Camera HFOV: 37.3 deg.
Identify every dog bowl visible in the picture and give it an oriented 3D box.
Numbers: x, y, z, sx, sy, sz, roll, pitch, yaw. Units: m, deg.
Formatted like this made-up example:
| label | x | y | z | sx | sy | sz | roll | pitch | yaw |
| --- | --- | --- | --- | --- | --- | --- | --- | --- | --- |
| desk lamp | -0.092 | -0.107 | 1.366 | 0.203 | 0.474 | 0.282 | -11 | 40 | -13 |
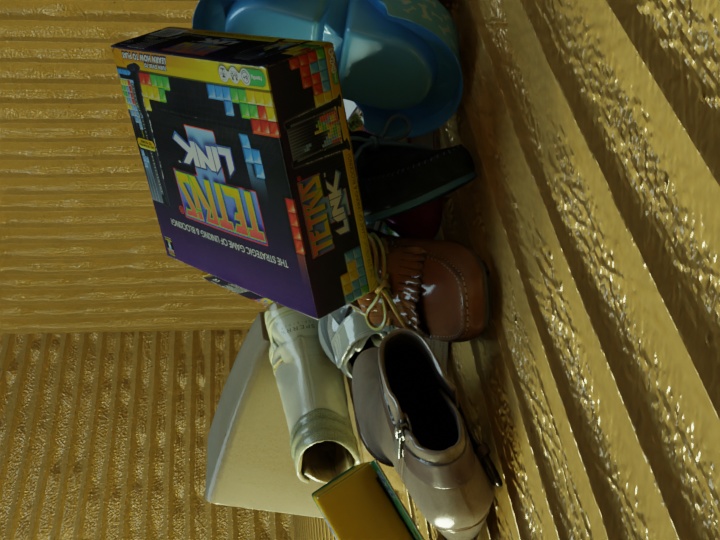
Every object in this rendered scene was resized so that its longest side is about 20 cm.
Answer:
| label | x | y | z | sx | sy | sz | roll | pitch | yaw |
| --- | --- | --- | --- | --- | --- | --- | --- | --- | --- |
| dog bowl | -0.019 | -0.165 | 0.766 | 0.112 | 0.197 | 0.050 | 103 | -178 | -53 |

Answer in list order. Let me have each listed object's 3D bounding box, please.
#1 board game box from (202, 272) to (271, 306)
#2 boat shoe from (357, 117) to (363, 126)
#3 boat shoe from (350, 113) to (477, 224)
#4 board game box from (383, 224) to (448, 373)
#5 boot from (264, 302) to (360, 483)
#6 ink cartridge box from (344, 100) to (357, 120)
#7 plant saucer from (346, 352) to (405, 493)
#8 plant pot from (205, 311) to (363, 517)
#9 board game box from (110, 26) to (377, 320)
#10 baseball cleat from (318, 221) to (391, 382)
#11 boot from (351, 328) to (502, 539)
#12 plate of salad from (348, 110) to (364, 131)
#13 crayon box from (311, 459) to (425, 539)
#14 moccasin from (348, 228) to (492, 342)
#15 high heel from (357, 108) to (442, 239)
| label | x | y | z | sx | sy | sz | roll | pitch | yaw |
| --- | --- | --- | --- | --- | --- | --- | --- | --- | --- |
| board game box | -0.072 | -0.044 | 1.134 | 0.199 | 0.056 | 0.168 | 28 | -121 | -47 |
| boat shoe | -0.017 | -0.057 | 1.033 | 0.075 | 0.068 | 0.203 | -17 | -53 | -67 |
| boat shoe | -0.004 | -0.067 | 0.771 | 0.198 | 0.084 | 0.070 | -12 | 96 | 45 |
| board game box | 0.040 | 0.019 | 0.907 | 0.200 | 0.034 | 0.128 | -111 | 21 | -71 |
| boot | -0.042 | 0.132 | 1.021 | 0.201 | 0.071 | 0.156 | 81 | 174 | -62 |
| ink cartridge box | -0.002 | -0.225 | 0.833 | 0.200 | 0.066 | 0.117 | -52 | 35 | 45 |
| plant saucer | 0.007 | 0.119 | 1.039 | 0.200 | 0.035 | 0.203 | 169 | 90 | -88 |
| plant pot | -0.066 | 0.155 | 1.223 | 0.200 | 0.197 | 0.180 | -122 | 41 | -76 |
| board game box | -0.083 | -0.073 | 0.724 | 0.199 | 0.056 | 0.168 | 18 | 126 | 49 |
| baseball cleat | 0.000 | 0.000 | 0.892 | 0.107 | 0.069 | 0.203 | -128 | 30 | -59 |
| boot | 0.034 | 0.089 | 0.716 | 0.201 | 0.070 | 0.147 | 56 | 168 | 40 |
| plate of salad | -0.051 | -0.109 | 0.982 | 0.048 | 0.198 | 0.203 | 13 | -108 | -54 |
| crayon box | 0.016 | 0.212 | 0.812 | 0.127 | 0.051 | 0.200 | 58 | 170 | 8 |
| moccasin | 0.021 | 0.006 | 0.746 | 0.201 | 0.077 | 0.075 | 29 | 120 | 56 |
| high heel | 0.041 | -0.118 | 0.845 | 0.096 | 0.066 | 0.202 | 118 | 156 | -42 |
